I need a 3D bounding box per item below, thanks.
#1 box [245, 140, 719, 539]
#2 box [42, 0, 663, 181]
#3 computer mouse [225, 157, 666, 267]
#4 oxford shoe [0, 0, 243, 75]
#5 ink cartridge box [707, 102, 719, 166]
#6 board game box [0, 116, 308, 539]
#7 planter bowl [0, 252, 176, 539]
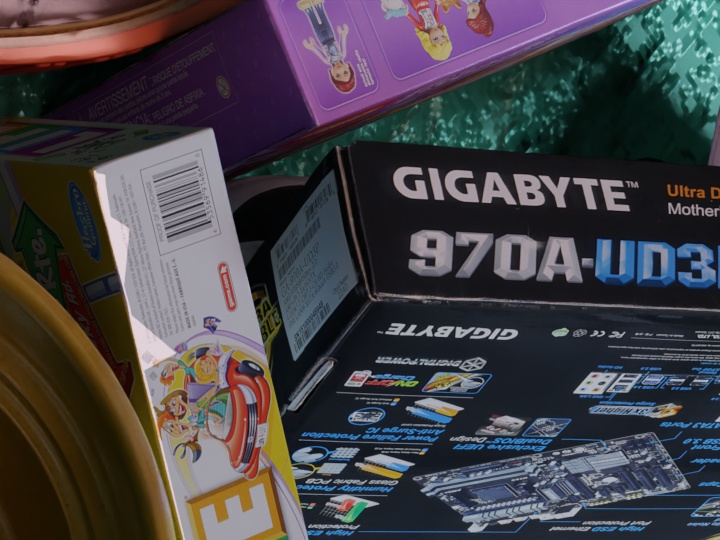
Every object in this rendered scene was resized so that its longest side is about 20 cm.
[{"bbox_3d":[0.058,0.030,0.761,0.199,0.159,0.046,2,60,-24],"label":"box"},{"bbox_3d":[0.026,-0.072,0.799,0.200,0.137,0.039,-24,92,-32],"label":"box"},{"bbox_3d":[0.000,0.000,0.810,0.200,0.110,0.044,5,55,-48],"label":"computer mouse"},{"bbox_3d":[-0.099,-0.084,0.748,0.200,0.071,0.073,-19,99,-38],"label":"oxford shoe"},{"bbox_3d":[0.186,-0.061,0.868,0.083,0.146,0.201,83,19,-55],"label":"ink cartridge box"},{"bbox_3d":[-0.061,0.063,0.716,0.034,0.134,0.201,-20,104,-31],"label":"board game box"},{"bbox_3d":[-0.134,0.083,0.680,0.083,0.200,0.201,50,60,-81],"label":"planter bowl"}]
